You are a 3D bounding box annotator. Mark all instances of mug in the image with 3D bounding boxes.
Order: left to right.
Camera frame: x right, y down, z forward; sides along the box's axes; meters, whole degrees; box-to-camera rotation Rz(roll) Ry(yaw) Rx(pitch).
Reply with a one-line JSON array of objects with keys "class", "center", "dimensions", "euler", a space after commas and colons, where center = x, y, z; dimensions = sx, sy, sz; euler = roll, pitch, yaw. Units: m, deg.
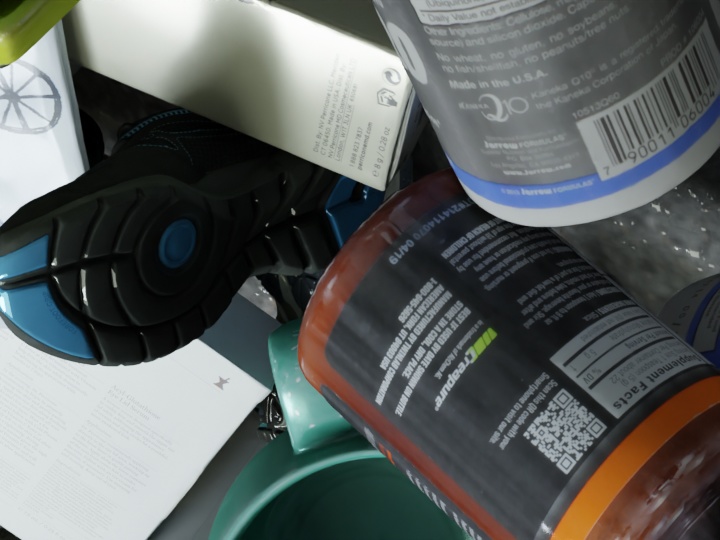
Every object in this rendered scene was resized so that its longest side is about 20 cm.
[{"class": "mug", "center": [0.012, 0.118, 0.991], "dimensions": [0.151, 0.186, 0.114], "euler": [17, -170, -4]}]

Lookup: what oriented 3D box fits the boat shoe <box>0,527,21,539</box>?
[{"class": "boat shoe", "center": [-0.103, 0.139, 1.212], "dimensions": [0.076, 0.199, 0.074], "euler": [-9, 99, 66]}]

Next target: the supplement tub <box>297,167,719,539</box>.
[{"class": "supplement tub", "center": [0.076, 0.060, 0.858], "dimensions": [0.200, 0.107, 0.107], "euler": [42, 153, 24]}]

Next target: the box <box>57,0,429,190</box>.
[{"class": "box", "center": [-0.059, -0.113, 0.922], "dimensions": [0.199, 0.082, 0.069], "euler": [22, 134, 7]}]

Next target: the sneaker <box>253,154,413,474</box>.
[{"class": "sneaker", "center": [0.000, 0.000, 1.058], "dimensions": [0.077, 0.086, 0.201], "euler": [30, 129, 34]}]

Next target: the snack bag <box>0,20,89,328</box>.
[{"class": "snack bag", "center": [-0.196, -0.062, 0.951], "dimensions": [0.187, 0.021, 0.201], "euler": [4, 125, 16]}]

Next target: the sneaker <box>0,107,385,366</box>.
[{"class": "sneaker", "center": [-0.078, -0.019, 0.922], "dimensions": [0.082, 0.199, 0.074], "euler": [26, 118, 33]}]

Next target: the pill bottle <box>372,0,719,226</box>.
[{"class": "pill bottle", "center": [0.050, -0.123, 0.800], "dimensions": [0.113, 0.114, 0.201], "euler": [6, 138, 38]}]

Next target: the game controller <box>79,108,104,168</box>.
[{"class": "game controller", "center": [-0.213, -0.028, 1.090], "dimensions": [0.199, 0.042, 0.104], "euler": [-33, 129, 27]}]

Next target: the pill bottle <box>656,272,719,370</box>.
[{"class": "pill bottle", "center": [0.206, 0.042, 0.875], "dimensions": [0.112, 0.112, 0.199], "euler": [47, 147, -20]}]

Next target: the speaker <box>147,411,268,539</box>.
[{"class": "speaker", "center": [-0.047, 0.118, 1.128], "dimensions": [0.081, 0.200, 0.082], "euler": [24, 147, 17]}]

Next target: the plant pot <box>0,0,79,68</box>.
[{"class": "plant pot", "center": [-0.148, -0.193, 0.796], "dimensions": [0.198, 0.200, 0.182], "euler": [18, 140, 26]}]

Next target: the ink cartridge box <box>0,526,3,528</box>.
[{"class": "ink cartridge box", "center": [-0.171, 0.152, 1.288], "dimensions": [0.174, 0.198, 0.044], "euler": [53, 133, 49]}]

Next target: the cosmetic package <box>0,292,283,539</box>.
[{"class": "cosmetic package", "center": [-0.151, 0.031, 1.042], "dimensions": [0.199, 0.052, 0.151], "euler": [36, 125, -8]}]

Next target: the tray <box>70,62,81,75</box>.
[{"class": "tray", "center": [-0.140, -0.151, 1.029], "dimensions": [0.107, 0.022, 0.200], "euler": [41, 148, -7]}]
